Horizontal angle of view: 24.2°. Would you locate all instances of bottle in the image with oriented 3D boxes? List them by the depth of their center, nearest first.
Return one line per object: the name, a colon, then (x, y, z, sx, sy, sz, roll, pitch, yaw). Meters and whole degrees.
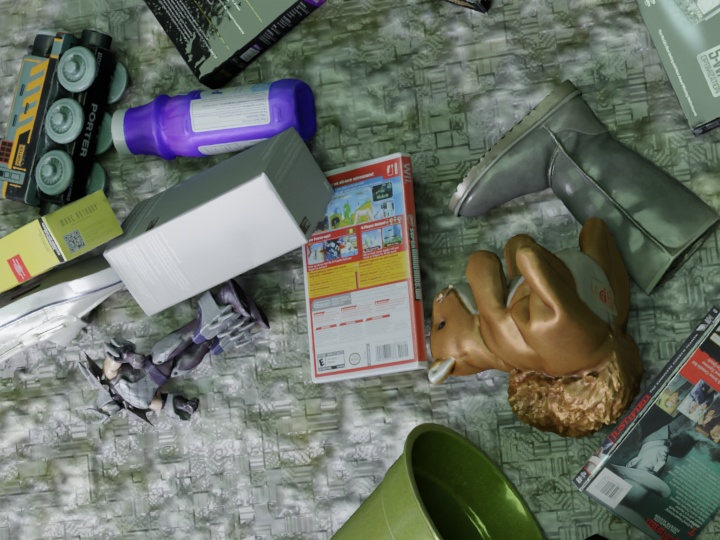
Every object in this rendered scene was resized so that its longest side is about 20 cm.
bottle: (-0.146, -0.146, 1.653, 0.198, 0.083, 0.066, -5, 95, 17)

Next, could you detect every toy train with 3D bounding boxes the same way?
toy train: (-0.310, -0.151, 1.707, 0.113, 0.085, 0.202, 12, 89, 27)

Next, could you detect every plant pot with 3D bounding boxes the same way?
plant pot: (0.045, 0.276, 1.526, 0.190, 0.200, 0.201, -41, 76, 23)

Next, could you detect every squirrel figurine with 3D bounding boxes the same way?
squirrel figurine: (0.151, 0.071, 1.509, 0.186, 0.141, 0.201, -26, 93, 37)

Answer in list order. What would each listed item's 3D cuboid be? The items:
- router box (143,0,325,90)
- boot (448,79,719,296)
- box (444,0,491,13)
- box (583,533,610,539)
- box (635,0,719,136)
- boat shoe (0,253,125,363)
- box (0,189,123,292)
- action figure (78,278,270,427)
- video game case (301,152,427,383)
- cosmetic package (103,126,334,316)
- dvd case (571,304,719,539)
router box: (-0.151, -0.305, 1.682, 0.149, 0.051, 0.201, -37, 77, 9)
boot: (0.205, -0.054, 1.557, 0.182, 0.073, 0.200, -43, 82, 11)
box: (0.062, -0.375, 1.628, 0.198, 0.050, 0.200, 20, 93, 16)
box: (0.217, 0.324, 1.448, 0.123, 0.200, 0.150, 21, 92, 17)
box: (0.337, -0.245, 1.533, 0.157, 0.050, 0.202, -23, 79, 13)
boat shoe: (-0.306, 0.044, 1.703, 0.198, 0.071, 0.070, -24, 107, 10)
box: (-0.313, -0.023, 1.641, 0.199, 0.075, 0.050, -19, 99, 52)
action figure: (-0.187, 0.088, 1.633, 0.199, 0.130, 0.070, -37, 52, 6)
video game case: (0.000, 0.000, 1.598, 0.142, 0.017, 0.202, -11, 80, 44)
cosmetic package: (-0.134, -0.046, 1.601, 0.199, 0.107, 0.090, -27, 110, 25)
dvd case: (0.297, 0.144, 1.482, 0.201, 0.146, 0.022, -53, 30, 6)
